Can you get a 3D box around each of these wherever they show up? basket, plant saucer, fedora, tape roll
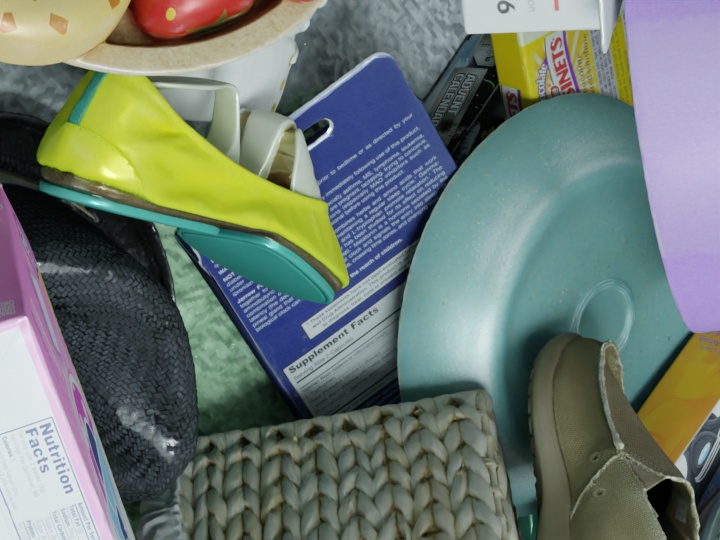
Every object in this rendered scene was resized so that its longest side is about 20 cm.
[{"bbox_3d":[0.002,0.184,1.200,0.161,0.200,0.198,-12,119,4],"label":"basket"},{"bbox_3d":[0.100,0.020,1.300,0.200,0.036,0.200,-16,113,-41],"label":"plant saucer"},{"bbox_3d":[-0.127,0.037,1.136,0.200,0.092,0.201,-16,114,-40],"label":"fedora"},{"bbox_3d":[0.164,-0.075,1.240,0.200,0.066,0.200,-6,90,-75],"label":"tape roll"}]

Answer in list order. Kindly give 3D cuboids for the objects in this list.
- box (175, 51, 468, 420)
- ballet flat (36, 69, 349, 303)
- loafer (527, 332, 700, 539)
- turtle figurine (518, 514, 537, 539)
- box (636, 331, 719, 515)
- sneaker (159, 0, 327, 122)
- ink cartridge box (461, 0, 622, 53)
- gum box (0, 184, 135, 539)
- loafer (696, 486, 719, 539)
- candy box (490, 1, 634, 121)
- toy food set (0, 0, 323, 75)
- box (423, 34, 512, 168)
[{"bbox_3d":[0.000,0.000,1.268,0.121,0.032,0.200,-36,130,-7],"label":"box"},{"bbox_3d":[-0.055,-0.038,1.136,0.200,0.067,0.067,25,80,-58],"label":"ballet flat"},{"bbox_3d":[0.107,0.100,1.194,0.200,0.067,0.076,-87,169,-50],"label":"loafer"},{"bbox_3d":[0.098,0.164,1.393,0.150,0.101,0.200,15,80,-47],"label":"turtle figurine"},{"bbox_3d":[0.166,0.100,1.339,0.200,0.041,0.119,-52,137,-29],"label":"box"},{"bbox_3d":[-0.034,-0.127,1.204,0.200,0.074,0.116,-26,141,-49],"label":"sneaker"},{"bbox_3d":[0.079,-0.174,1.216,0.200,0.068,0.116,-67,153,-65],"label":"ink cartridge box"},{"bbox_3d":[-0.125,0.077,1.023,0.066,0.114,0.200,-19,117,-2],"label":"gum box"},{"bbox_3d":[0.150,0.152,1.268,0.072,0.063,0.200,54,42,-16],"label":"loafer"},{"bbox_3d":[0.116,-0.052,1.337,0.102,0.026,0.200,-29,122,-31],"label":"candy box"},{"bbox_3d":[-0.092,-0.165,1.070,0.200,0.049,0.198,-3,68,-19],"label":"toy food set"},{"bbox_3d":[0.108,-0.046,1.379,0.137,0.040,0.200,-57,134,-16],"label":"box"}]
